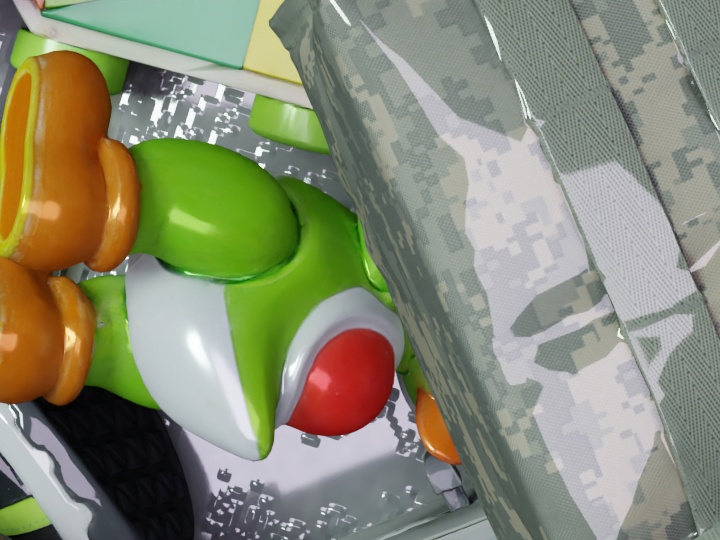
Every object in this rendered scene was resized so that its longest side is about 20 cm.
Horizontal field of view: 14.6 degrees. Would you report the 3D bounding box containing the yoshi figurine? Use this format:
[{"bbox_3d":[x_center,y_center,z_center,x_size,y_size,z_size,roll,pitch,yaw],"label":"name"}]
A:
[{"bbox_3d":[-0.003,-0.008,0.746,0.199,0.112,0.113,10,92,-18],"label":"yoshi figurine"}]

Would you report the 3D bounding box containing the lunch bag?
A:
[{"bbox_3d":[0.103,-0.030,0.659,0.199,0.118,0.165,-23,90,-8],"label":"lunch bag"}]

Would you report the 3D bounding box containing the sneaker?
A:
[{"bbox_3d":[-0.131,0.029,0.782,0.200,0.072,0.083,46,107,3],"label":"sneaker"}]

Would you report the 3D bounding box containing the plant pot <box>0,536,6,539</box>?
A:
[{"bbox_3d":[-0.168,0.179,0.712,0.187,0.187,0.200,44,131,-3],"label":"plant pot"}]

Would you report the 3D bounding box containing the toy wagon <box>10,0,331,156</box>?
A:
[{"bbox_3d":[-0.008,-0.112,0.770,0.199,0.040,0.156,15,96,0],"label":"toy wagon"}]

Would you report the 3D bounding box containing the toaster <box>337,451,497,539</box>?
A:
[{"bbox_3d":[0.040,0.151,0.760,0.129,0.114,0.201,-28,93,2],"label":"toaster"}]
